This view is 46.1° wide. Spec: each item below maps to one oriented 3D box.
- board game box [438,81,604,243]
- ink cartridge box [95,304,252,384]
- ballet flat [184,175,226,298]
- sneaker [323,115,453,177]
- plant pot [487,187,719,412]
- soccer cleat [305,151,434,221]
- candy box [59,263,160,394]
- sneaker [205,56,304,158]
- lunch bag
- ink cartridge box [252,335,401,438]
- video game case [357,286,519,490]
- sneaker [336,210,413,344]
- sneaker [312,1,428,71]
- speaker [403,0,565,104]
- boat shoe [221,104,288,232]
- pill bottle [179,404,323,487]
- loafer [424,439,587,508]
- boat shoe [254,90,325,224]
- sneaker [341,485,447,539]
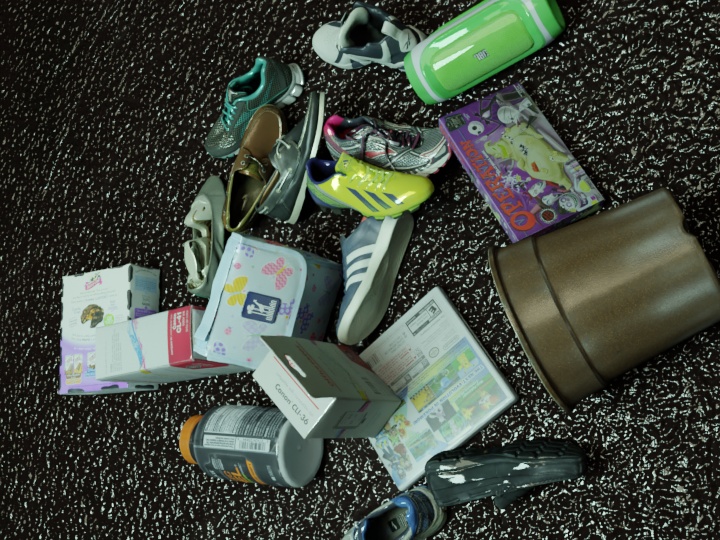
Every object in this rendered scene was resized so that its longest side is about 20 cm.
[{"bbox_3d":[0.194,-0.133,1.044,0.120,0.032,0.200,-28,65,-3],"label":"board game box"},{"bbox_3d":[-0.274,0.115,1.260,0.199,0.147,0.086,-11,75,30],"label":"ink cartridge box"},{"bbox_3d":[-0.244,-0.057,1.319,0.067,0.064,0.201,-15,73,43],"label":"ballet flat"},{"bbox_3d":[0.035,-0.169,1.140,0.199,0.075,0.081,4,51,32],"label":"sneaker"},{"bbox_3d":[0.270,0.021,0.908,0.198,0.200,0.201,-27,67,18],"label":"plant pot"},{"bbox_3d":[0.004,-0.116,1.111,0.200,0.084,0.065,7,40,40],"label":"soccer cleat"},{"bbox_3d":[-0.414,0.100,1.398,0.167,0.071,0.201,-9,77,32],"label":"candy box"},{"bbox_3d":[-0.182,-0.257,1.303,0.200,0.091,0.078,-43,61,19],"label":"sneaker"},{"bbox_3d":[-0.126,0.046,1.145,0.127,0.200,0.170,19,91,34],"label":"lunch bag"},{"bbox_3d":[-0.051,0.146,1.051,0.116,0.200,0.068,44,104,31],"label":"ink cartridge box"},{"bbox_3d":[0.079,0.153,1.101,0.200,0.022,0.183,-43,61,18],"label":"video game case"},{"bbox_3d":[0.000,0.000,1.152,0.084,0.075,0.200,19,82,32],"label":"sneaker"},{"bbox_3d":[-0.011,-0.333,1.184,0.199,0.129,0.080,25,94,34],"label":"sneaker"},{"bbox_3d":[0.158,-0.294,1.094,0.200,0.088,0.089,-25,68,27],"label":"speaker"},{"bbox_3d":[-0.155,-0.149,1.266,0.072,0.068,0.201,15,99,-4],"label":"boat shoe"},{"bbox_3d":[-0.159,0.243,1.187,0.199,0.106,0.107,-3,79,33],"label":"pill bottle"},{"bbox_3d":[0.172,0.244,1.002,0.200,0.068,0.071,-13,93,28],"label":"loafer"},{"bbox_3d":[-0.096,-0.163,1.207,0.072,0.067,0.200,-93,22,-64],"label":"boat shoe"},{"bbox_3d":[0.013,0.340,1.070,0.200,0.085,0.077,-47,60,18],"label":"sneaker"}]
